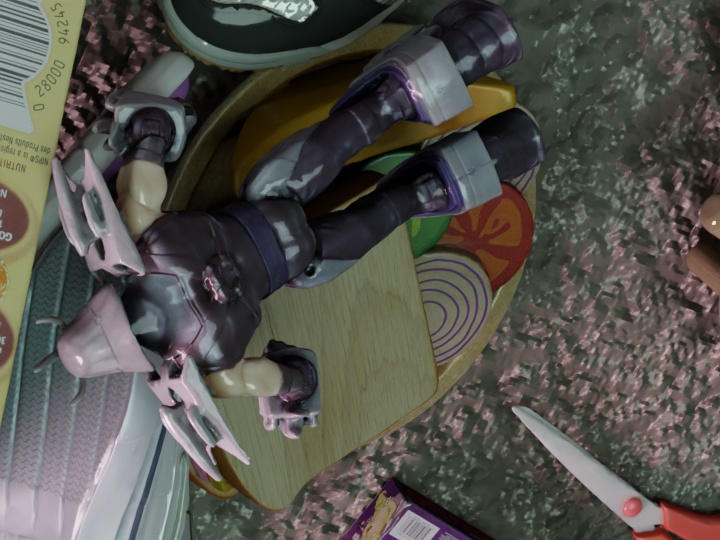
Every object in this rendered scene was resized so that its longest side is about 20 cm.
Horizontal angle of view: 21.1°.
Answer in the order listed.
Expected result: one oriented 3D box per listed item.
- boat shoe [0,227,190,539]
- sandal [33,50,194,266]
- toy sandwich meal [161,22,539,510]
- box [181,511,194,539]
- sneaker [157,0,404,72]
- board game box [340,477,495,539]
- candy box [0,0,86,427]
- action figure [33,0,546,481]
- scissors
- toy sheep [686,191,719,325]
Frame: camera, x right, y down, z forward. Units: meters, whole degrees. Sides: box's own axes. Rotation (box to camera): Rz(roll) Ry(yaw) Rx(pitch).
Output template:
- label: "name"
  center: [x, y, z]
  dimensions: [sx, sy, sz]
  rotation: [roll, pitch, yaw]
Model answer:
- label: "boat shoe"
  center: [-0.096, 0.077, 0.701]
  dimensions: [0.067, 0.073, 0.202]
  rotation: [2, 106, -56]
- label: "sandal"
  center: [-0.117, 0.000, 0.734]
  dimensions: [0.050, 0.083, 0.203]
  rotation: [38, 111, -11]
- label: "toy sandwich meal"
  center: [0.000, 0.000, 0.762]
  dimensions: [0.204, 0.070, 0.207]
  rotation: [-15, 119, -28]
- label: "box"
  center: [-0.186, 0.134, 0.766]
  dimensions: [0.198, 0.041, 0.156]
  rotation: [18, 130, -26]
- label: "sneaker"
  center: [0.018, -0.138, 0.700]
  dimensions: [0.199, 0.088, 0.076]
  rotation: [-26, 86, -16]
- label: "board game box"
  center: [0.053, 0.192, 0.924]
  dimensions: [0.199, 0.032, 0.120]
  rotation: [35, 95, -30]
- label: "candy box"
  center: [-0.151, -0.004, 0.650]
  dimensions: [0.055, 0.115, 0.202]
  rotation: [15, 78, -26]
- label: "action figure"
  center: [-0.026, -0.014, 0.652]
  dimensions: [0.199, 0.069, 0.131]
  rotation: [-32, 113, -25]
- label: "scissors"
  center: [0.134, 0.124, 0.929]
  dimensions: [0.199, 0.014, 0.074]
  rotation: [23, 107, -30]
- label: "toy sheep"
  center: [0.216, 0.015, 0.837]
  dimensions: [0.199, 0.138, 0.139]
  rotation: [22, 106, -28]
